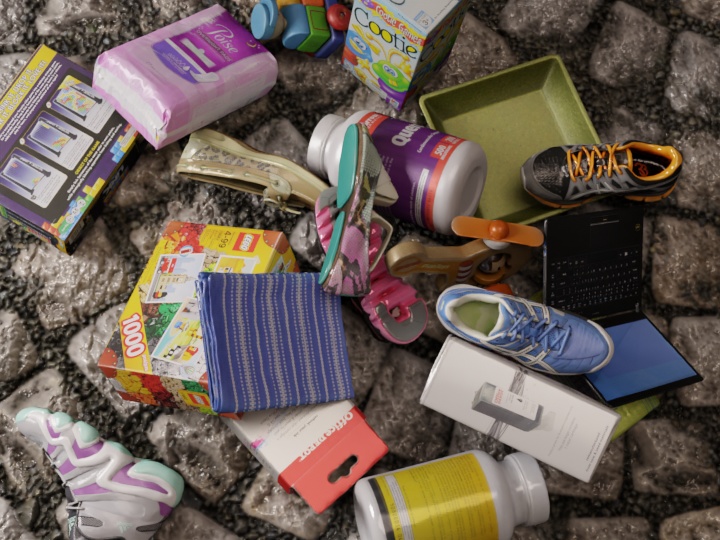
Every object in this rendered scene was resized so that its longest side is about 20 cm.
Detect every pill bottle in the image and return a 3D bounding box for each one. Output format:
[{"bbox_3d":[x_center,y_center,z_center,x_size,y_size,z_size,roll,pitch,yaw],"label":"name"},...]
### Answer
[{"bbox_3d":[0.041,-0.121,1.349,0.199,0.113,0.113,20,70,22],"label":"pill bottle"},{"bbox_3d":[0.099,0.260,1.251,0.199,0.112,0.112,-12,74,-10],"label":"pill bottle"}]

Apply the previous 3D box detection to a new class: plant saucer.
[{"bbox_3d":[0.194,-0.149,1.429,0.199,0.048,0.201,-19,75,-13],"label":"plant saucer"}]

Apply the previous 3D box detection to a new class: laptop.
[{"bbox_3d":[0.304,0.036,1.316,0.177,0.103,0.201,-8,102,-39],"label":"laptop"}]

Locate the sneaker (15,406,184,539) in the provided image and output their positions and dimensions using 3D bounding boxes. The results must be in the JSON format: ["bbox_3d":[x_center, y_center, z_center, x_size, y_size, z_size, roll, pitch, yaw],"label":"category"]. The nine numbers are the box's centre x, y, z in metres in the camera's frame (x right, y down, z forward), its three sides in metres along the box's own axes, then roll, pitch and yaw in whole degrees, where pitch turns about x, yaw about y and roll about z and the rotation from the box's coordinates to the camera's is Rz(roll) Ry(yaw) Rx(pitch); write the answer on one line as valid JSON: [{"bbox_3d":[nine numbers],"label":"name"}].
[{"bbox_3d":[-0.304,0.242,1.225,0.199,0.078,0.140,26,70,2],"label":"sneaker"}]

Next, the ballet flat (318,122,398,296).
[{"bbox_3d":[0.003,-0.064,1.264,0.071,0.069,0.201,14,70,-14],"label":"ballet flat"}]

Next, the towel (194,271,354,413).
[{"bbox_3d":[-0.085,0.071,1.203,0.199,0.024,0.146,0,79,-46],"label":"towel"}]

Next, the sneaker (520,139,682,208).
[{"bbox_3d":[0.289,-0.124,1.368,0.199,0.077,0.079,-5,75,-7],"label":"sneaker"}]

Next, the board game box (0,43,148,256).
[{"bbox_3d":[-0.360,-0.143,1.354,0.165,0.057,0.200,29,71,5],"label":"board game box"}]

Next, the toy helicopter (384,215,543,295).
[{"bbox_3d":[0.116,-0.015,1.290,0.199,0.132,0.079,1,57,-37],"label":"toy helicopter"}]

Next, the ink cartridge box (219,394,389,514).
[{"bbox_3d":[-0.076,0.166,1.283,0.116,0.067,0.200,-40,81,-16],"label":"ink cartridge box"}]

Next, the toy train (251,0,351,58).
[{"bbox_3d":[-0.090,-0.368,1.424,0.115,0.085,0.201,0,71,-35],"label":"toy train"}]

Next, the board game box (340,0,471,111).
[{"bbox_3d":[0.056,-0.298,1.379,0.103,0.200,0.105,40,72,6],"label":"board game box"}]

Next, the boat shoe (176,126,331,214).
[{"bbox_3d":[-0.121,-0.106,1.368,0.199,0.073,0.063,23,77,12],"label":"boat shoe"}]

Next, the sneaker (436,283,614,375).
[{"bbox_3d":[0.174,0.068,1.237,0.199,0.077,0.076,14,93,10],"label":"sneaker"}]

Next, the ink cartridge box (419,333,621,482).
[{"bbox_3d":[0.173,0.148,1.264,0.199,0.146,0.085,26,90,7],"label":"ink cartridge box"}]

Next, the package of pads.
[{"bbox_3d":[-0.204,-0.230,1.353,0.121,0.076,0.200,45,47,11],"label":"package of pads"}]

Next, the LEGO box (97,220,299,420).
[{"bbox_3d":[-0.173,0.051,1.254,0.148,0.077,0.201,6,55,21],"label":"LEGO box"}]

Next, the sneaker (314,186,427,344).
[{"bbox_3d":[0.000,0.000,1.328,0.079,0.095,0.201,-26,86,-17],"label":"sneaker"}]

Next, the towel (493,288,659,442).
[{"bbox_3d":[0.251,0.112,1.366,0.143,0.023,0.200,-32,80,-16],"label":"towel"}]
